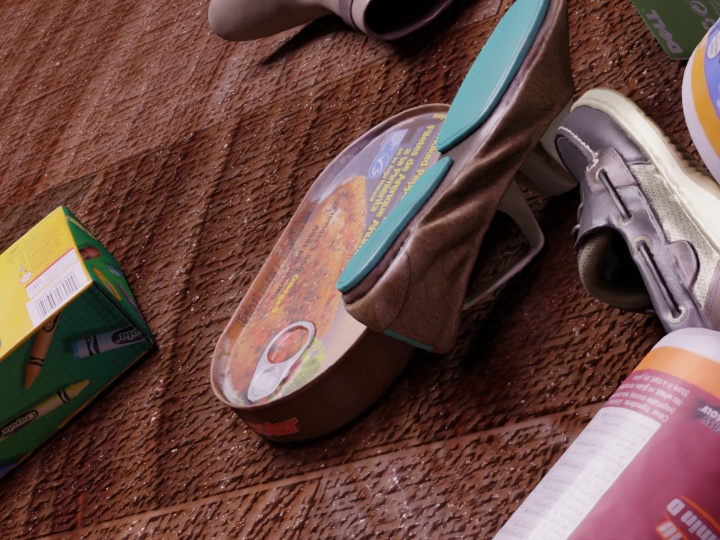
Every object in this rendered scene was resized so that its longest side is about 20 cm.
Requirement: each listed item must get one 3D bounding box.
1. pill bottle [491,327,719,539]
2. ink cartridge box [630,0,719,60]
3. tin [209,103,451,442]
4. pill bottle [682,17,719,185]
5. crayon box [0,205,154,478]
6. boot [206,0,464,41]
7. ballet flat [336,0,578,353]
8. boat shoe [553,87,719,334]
[{"bbox_3d":[0.082,0.125,0.667,0.200,0.110,0.109,-48,29,-13],"label":"pill bottle"},{"bbox_3d":[0.191,-0.157,0.978,0.199,0.059,0.104,4,51,53],"label":"ink cartridge box"},{"bbox_3d":[0.000,0.000,1.019,0.112,0.042,0.201,-11,40,49],"label":"tin"},{"bbox_3d":[0.213,-0.104,0.745,0.200,0.111,0.113,-53,12,46],"label":"pill bottle"},{"bbox_3d":[-0.219,0.064,1.175,0.200,0.058,0.119,-40,28,2],"label":"crayon box"},{"bbox_3d":[-0.003,-0.177,1.238,0.199,0.070,0.147,-36,31,11],"label":"boot"},{"bbox_3d":[0.063,-0.042,0.962,0.068,0.072,0.201,-30,25,57],"label":"ballet flat"},{"bbox_3d":[0.119,-0.015,0.857,0.066,0.072,0.201,-36,33,-1],"label":"boat shoe"}]
